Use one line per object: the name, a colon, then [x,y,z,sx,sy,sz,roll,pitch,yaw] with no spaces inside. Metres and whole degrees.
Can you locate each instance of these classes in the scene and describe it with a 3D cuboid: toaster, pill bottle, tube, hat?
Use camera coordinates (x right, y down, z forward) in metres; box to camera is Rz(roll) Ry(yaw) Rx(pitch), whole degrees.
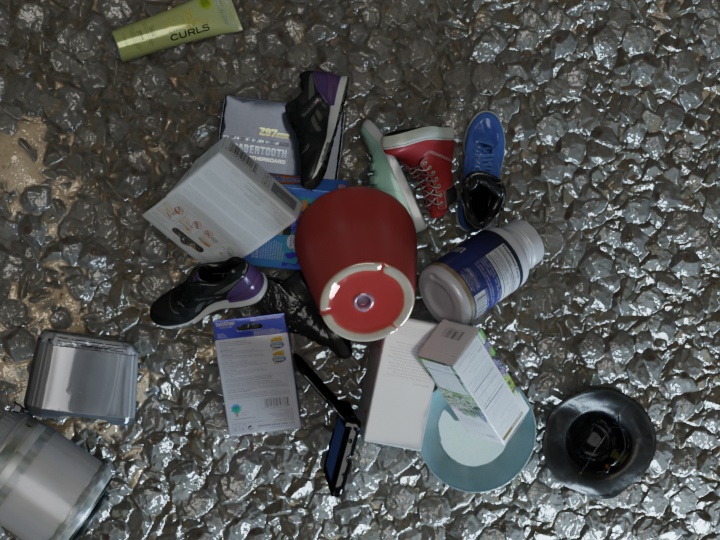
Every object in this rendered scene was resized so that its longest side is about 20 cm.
toaster: [-0.437,0.165,1.674,0.199,0.114,0.130,10,87,-23]
pill bottle: [0.198,-0.001,1.728,0.200,0.111,0.111,-32,96,-28]
tube: [-0.293,-0.388,1.713,0.199,0.052,0.058,-20,135,-10]
hat: [0.386,0.276,1.798,0.199,0.081,0.202,-2,100,-10]

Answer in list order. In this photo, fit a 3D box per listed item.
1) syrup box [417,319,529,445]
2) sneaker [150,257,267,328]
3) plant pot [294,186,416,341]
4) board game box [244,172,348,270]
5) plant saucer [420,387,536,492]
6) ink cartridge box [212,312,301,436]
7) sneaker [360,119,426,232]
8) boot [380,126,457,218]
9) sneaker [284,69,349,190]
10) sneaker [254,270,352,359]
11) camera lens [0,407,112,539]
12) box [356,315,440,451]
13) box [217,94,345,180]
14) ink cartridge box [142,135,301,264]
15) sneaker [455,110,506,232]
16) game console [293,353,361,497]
syrup box: [0.178,0.176,1.681,0.082,0.079,0.200,-51,127,-23]
sneaker: [-0.252,0.024,1.679,0.199,0.088,0.076,-19,53,16]
plant pot: [0.000,0.000,1.638,0.199,0.178,0.201,-3,124,-5]
board game box: [-0.127,-0.077,1.710,0.199,0.045,0.153,6,122,-7]
plant saucer: [0.191,0.266,1.795,0.200,0.039,0.202,0,93,-6]
ink cartridge box: [-0.164,0.162,1.722,0.119,0.042,0.201,-6,110,1]
sneaker: [0.015,-0.136,1.744,0.118,0.074,0.201,-24,88,5]
boot: [0.099,-0.153,1.700,0.072,0.200,0.145,-2,95,30]
sneaker: [-0.081,-0.219,1.675,0.087,0.076,0.201,14,66,-1]
sneaker: [-0.104,0.078,1.747,0.104,0.060,0.200,-31,104,10]
camera lens: [-0.496,0.328,1.660,0.200,0.160,0.160,35,88,-6]
box: [0.062,0.173,1.733,0.097,0.124,0.201,12,91,-7]
box: [-0.131,-0.190,1.735,0.199,0.051,0.159,8,91,-8]
ink cartridge box: [-0.213,-0.094,1.655,0.160,0.047,0.200,40,129,-24]
sneaker: [0.201,-0.162,1.742,0.076,0.111,0.201,12,91,-7]
game console: [-0.069,0.238,1.684,0.116,0.200,0.177,15,91,-6]
